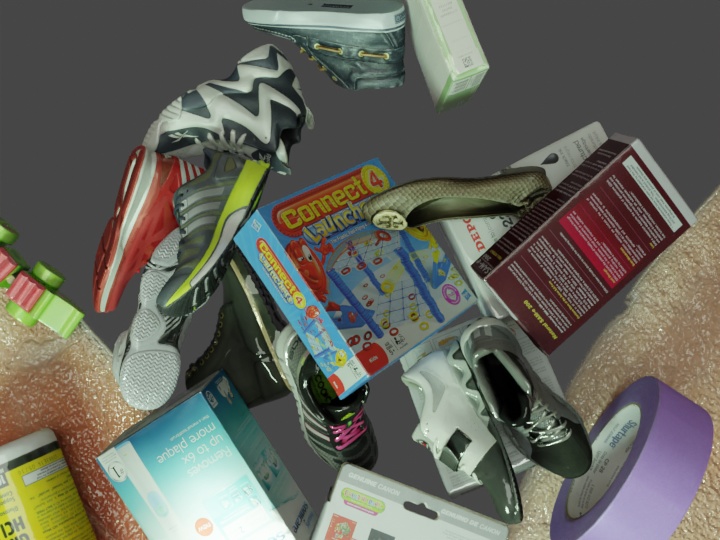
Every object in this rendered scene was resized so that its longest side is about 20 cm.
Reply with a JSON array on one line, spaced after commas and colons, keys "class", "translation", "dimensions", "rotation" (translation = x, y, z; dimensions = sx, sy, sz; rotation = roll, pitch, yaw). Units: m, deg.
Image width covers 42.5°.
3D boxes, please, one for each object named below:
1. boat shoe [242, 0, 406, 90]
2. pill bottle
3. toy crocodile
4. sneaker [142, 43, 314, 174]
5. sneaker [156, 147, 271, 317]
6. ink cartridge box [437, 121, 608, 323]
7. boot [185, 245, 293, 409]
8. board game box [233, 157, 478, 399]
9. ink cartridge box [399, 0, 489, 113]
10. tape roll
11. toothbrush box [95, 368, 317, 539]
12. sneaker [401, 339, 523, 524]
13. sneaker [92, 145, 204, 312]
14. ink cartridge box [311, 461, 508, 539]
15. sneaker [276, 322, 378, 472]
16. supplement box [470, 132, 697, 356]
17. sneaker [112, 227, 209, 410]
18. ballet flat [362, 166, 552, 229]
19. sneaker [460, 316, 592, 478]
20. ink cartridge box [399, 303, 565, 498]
[{"class": "boat shoe", "translation": [-0.042, -0.255, 1.040], "dimensions": [0.197, 0.071, 0.092], "rotation": [11, 125, 22]}, {"class": "pill bottle", "translation": [-0.352, 0.286, 1.005], "dimensions": [0.111, 0.112, 0.203], "rotation": [-23, 87, 1]}, {"class": "toy crocodile", "translation": [-0.396, 0.001, 1.043], "dimensions": [0.200, 0.062, 0.068], "rotation": [42, 90, 2]}, {"class": "sneaker", "translation": [-0.138, -0.144, 1.032], "dimensions": [0.198, 0.080, 0.130], "rotation": [-35, 79, -10]}, {"class": "sneaker", "translation": [-0.166, -0.042, 0.962], "dimensions": [0.080, 0.074, 0.202], "rotation": [23, 60, 1]}, {"class": "ink cartridge box", "translation": [0.199, -0.046, 1.009], "dimensions": [0.197, 0.084, 0.146], "rotation": [-27, 79, 1]}, {"class": "boot", "translation": [-0.158, 0.067, 1.031], "dimensions": [0.137, 0.077, 0.203], "rotation": [-28, 86, 5]}, {"class": "board game box", "translation": [0.000, 0.000, 0.967], "dimensions": [0.197, 0.199, 0.056], "rotation": [55, 135, 6]}, {"class": "ink cartridge box", "translation": [0.072, -0.284, 0.999], "dimensions": [0.047, 0.146, 0.203], "rotation": [-20, 87, -2]}, {"class": "tape roll", "translation": [0.273, 0.211, 0.946], "dimensions": [0.065, 0.200, 0.202], "rotation": [30, 89, 2]}, {"class": "toothbrush box", "translation": [-0.161, 0.235, 0.991], "dimensions": [0.145, 0.085, 0.202], "rotation": [-30, 96, 13]}, {"class": "sneaker", "translation": [0.104, 0.181, 0.972], "dimensions": [0.087, 0.074, 0.202], "rotation": [-24, 61, 0]}, {"class": "sneaker", "translation": [-0.224, -0.031, 1.031], "dimensions": [0.114, 0.079, 0.202], "rotation": [13, 119, -26]}, {"class": "ink cartridge box", "translation": [0.042, 0.318, 1.007], "dimensions": [0.197, 0.084, 0.178], "rotation": [21, 89, 2]}, {"class": "sneaker", "translation": [-0.025, 0.149, 0.985], "dimensions": [0.073, 0.087, 0.203], "rotation": [-30, 115, -19]}, {"class": "supplement box", "translation": [0.219, -0.027, 0.916], "dimensions": [0.199, 0.061, 0.109], "rotation": [-42, 105, 3]}, {"class": "sneaker", "translation": [-0.220, 0.052, 1.008], "dimensions": [0.074, 0.115, 0.204], "rotation": [20, 74, -20]}, {"class": "ballet flat", "translation": [0.100, -0.067, 0.950], "dimensions": [0.196, 0.068, 0.047], "rotation": [-8, 72, -1]}, {"class": "sneaker", "translation": [0.166, 0.147, 0.921], "dimensions": [0.075, 0.116, 0.201], "rotation": [-37, 98, 13]}, {"class": "ink cartridge box", "translation": [0.138, 0.130, 1.041], "dimensions": [0.160, 0.057, 0.203], "rotation": [-21, 67, 1]}]
